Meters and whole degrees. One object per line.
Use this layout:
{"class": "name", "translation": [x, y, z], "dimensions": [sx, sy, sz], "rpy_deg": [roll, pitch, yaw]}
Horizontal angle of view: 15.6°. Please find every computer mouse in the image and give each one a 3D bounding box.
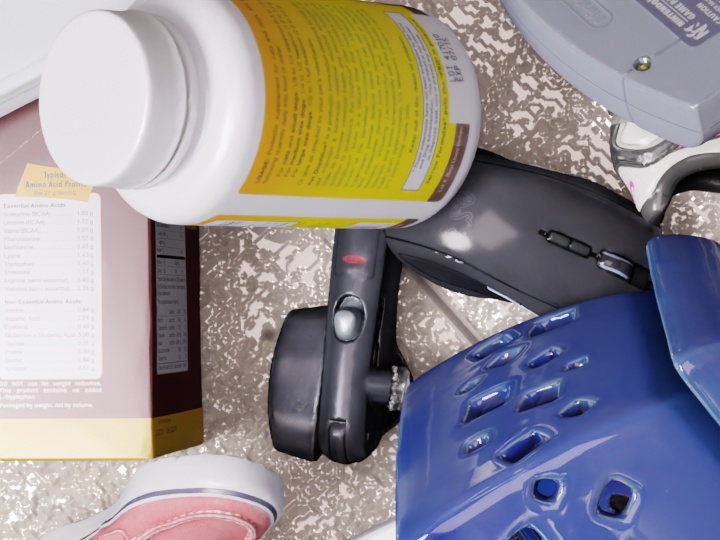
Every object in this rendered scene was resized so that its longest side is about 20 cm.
{"class": "computer mouse", "translation": [0.119, -0.033, 1.303], "dimensions": [0.200, 0.046, 0.141], "rpy_deg": [26, 82, -5]}

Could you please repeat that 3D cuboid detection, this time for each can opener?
{"class": "can opener", "translation": [0.000, 0.000, 1.330], "dimensions": [0.078, 0.063, 0.201], "rpy_deg": [10, 91, 7]}

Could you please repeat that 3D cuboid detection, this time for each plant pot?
{"class": "plant pot", "translation": [0.143, 0.110, 1.216], "dimensions": [0.180, 0.200, 0.200], "rpy_deg": [-37, 103, 12]}

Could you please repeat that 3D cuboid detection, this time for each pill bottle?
{"class": "pill bottle", "translation": [-0.046, -0.075, 1.216], "dimensions": [0.109, 0.200, 0.110], "rpy_deg": [0, 89, 45]}

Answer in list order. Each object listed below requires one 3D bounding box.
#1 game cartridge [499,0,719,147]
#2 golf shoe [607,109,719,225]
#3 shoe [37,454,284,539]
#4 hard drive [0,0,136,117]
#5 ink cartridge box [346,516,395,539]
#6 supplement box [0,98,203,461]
{"class": "game cartridge", "translation": [0.143, -0.140, 1.263], "dimensions": [0.133, 0.041, 0.200], "rpy_deg": [-29, 45, -13]}
{"class": "golf shoe", "translation": [0.219, -0.066, 1.285], "dimensions": [0.199, 0.073, 0.092], "rpy_deg": [-6, 71, -5]}
{"class": "shoe", "translation": [-0.105, 0.159, 1.277], "dimensions": [0.071, 0.200, 0.091], "rpy_deg": [24, 57, -27]}
{"class": "hard drive", "translation": [-0.144, -0.156, 1.251], "dimensions": [0.200, 0.026, 0.132], "rpy_deg": [-27, 68, -3]}
{"class": "ink cartridge box", "translation": [0.029, 0.229, 1.313], "dimensions": [0.146, 0.083, 0.200], "rpy_deg": [-26, 86, 5]}
{"class": "supplement box", "translation": [-0.187, -0.008, 1.316], "dimensions": [0.197, 0.133, 0.201], "rpy_deg": [-1, 89, 7]}
